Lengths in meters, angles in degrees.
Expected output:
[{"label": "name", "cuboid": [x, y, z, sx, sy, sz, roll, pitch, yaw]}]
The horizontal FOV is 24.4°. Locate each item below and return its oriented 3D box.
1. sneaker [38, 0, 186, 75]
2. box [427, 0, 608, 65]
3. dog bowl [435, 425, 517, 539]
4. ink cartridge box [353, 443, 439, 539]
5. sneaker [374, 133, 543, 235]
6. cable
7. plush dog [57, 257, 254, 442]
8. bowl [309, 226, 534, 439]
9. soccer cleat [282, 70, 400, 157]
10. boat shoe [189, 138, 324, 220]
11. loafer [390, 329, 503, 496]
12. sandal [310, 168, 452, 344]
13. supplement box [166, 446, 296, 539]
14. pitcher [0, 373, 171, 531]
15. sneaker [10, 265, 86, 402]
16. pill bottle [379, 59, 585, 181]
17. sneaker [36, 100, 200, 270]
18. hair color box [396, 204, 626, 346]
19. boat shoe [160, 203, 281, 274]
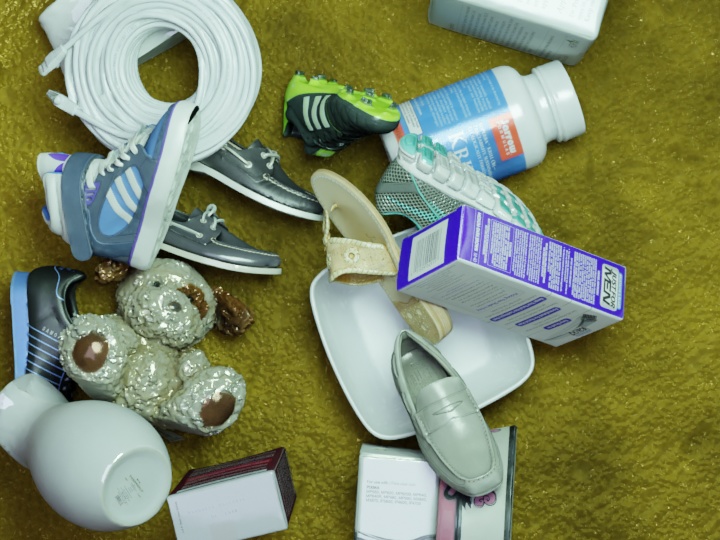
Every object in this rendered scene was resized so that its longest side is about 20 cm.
[{"label": "sneaker", "cuboid": [-0.243, -0.281, 1.763, 0.200, 0.074, 0.116, -28, 90, 2]}, {"label": "box", "cuboid": [0.175, -0.334, 1.689, 0.171, 0.200, 0.199, 17, 89, 1]}, {"label": "dog bowl", "cuboid": [0.115, 0.253, 1.666, 0.074, 0.200, 0.200, 4, 88, 6]}, {"label": "ink cartridge box", "cuboid": [0.034, 0.281, 1.693, 0.084, 0.144, 0.200, 3, 88, 1]}, {"label": "sneaker", "cuboid": [0.098, -0.055, 1.672, 0.200, 0.078, 0.091, 33, 115, -19]}, {"label": "cable", "cuboid": [-0.199, -0.205, 1.696, 0.200, 0.069, 0.200, 42, 101, 1]}, {"label": "plush dog", "cuboid": [-0.210, 0.070, 1.731, 0.200, 0.160, 0.172, 24, 70, -14]}, {"label": "bowl", "cuboid": [0.063, 0.061, 1.737, 0.200, 0.075, 0.200, -23, 87, 0]}, {"label": "soccer cleat", "cuboid": [-0.021, -0.151, 1.704, 0.067, 0.200, 0.081, 6, 101, -30]}, {"label": "boat shoe", "cuboid": [-0.122, -0.112, 1.755, 0.200, 0.074, 0.060, 25, 93, 11]}, {"label": "loafer", "cuboid": [0.078, 0.136, 1.612, 0.070, 0.070, 0.200, -26, 45, -8]}, {"label": "sandal", "cuboid": [0.002, -0.002, 1.659, 0.070, 0.078, 0.212, -39, 91, -28]}, {"label": "supplement box", "cuboid": [-0.126, 0.228, 1.672, 0.109, 0.200, 0.061, -14, 91, 1]}, {"label": "pitcher", "cuboid": [-0.263, 0.198, 1.655, 0.121, 0.200, 0.172, -48, 128, -20]}, {"label": "sneaker", "cuboid": [-0.319, 0.094, 1.750, 0.078, 0.070, 0.200, -5, 90, 3]}, {"label": "pill bottle", "cuboid": [0.125, -0.145, 1.725, 0.200, 0.112, 0.112, -22, 87, 1]}, {"label": "sneaker", "cuboid": [-0.251, -0.101, 1.651, 0.146, 0.081, 0.200, 23, 123, 1]}, {"label": "hair color box", "cuboid": [0.149, 0.008, 1.636, 0.200, 0.109, 0.065, 21, 63, -26]}, {"label": "boat shoe", "cuboid": [-0.174, -0.042, 1.751, 0.200, 0.073, 0.063, 16, 91, 7]}]
